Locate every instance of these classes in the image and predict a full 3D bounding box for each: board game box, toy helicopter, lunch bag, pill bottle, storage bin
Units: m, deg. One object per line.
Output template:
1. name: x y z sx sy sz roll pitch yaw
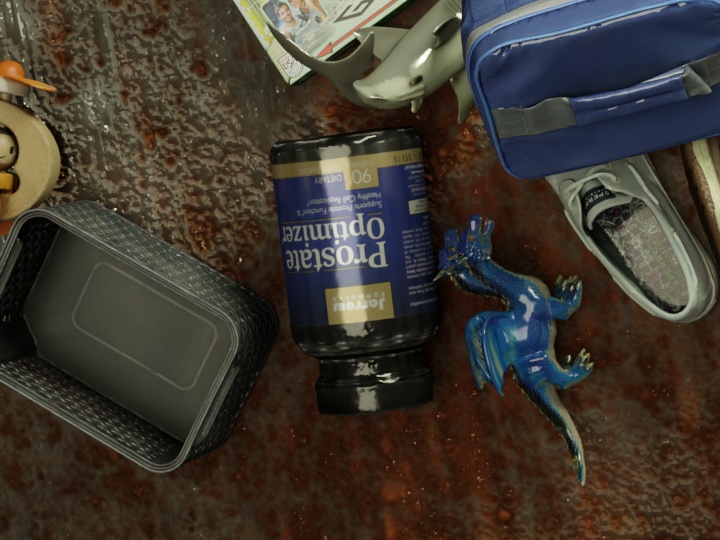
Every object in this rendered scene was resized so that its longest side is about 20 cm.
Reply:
1. board game box: -0.007 -0.247 1.619 0.200 0.029 0.135 -35 86 18
2. toy helicopter: -0.312 -0.124 1.704 0.200 0.079 0.132 39 105 14
3. lunch bag: 0.171 -0.150 1.485 0.200 0.136 0.132 -14 46 9
4. pill bottle: 0.000 0.000 1.599 0.112 0.112 0.200 -6 94 18
5. storage bin: -0.180 0.047 1.670 0.200 0.094 0.135 29 103 12

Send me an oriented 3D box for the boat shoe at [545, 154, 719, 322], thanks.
1. boat shoe: 0.181 -0.048 1.557 0.070 0.071 0.201 -39 82 18

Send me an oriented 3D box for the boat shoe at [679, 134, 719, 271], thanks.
1. boat shoe: 0.284 -0.019 1.536 0.075 0.075 0.203 -20 96 4

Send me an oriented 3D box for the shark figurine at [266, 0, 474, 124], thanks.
1. shark figurine: 0.018 -0.155 1.561 0.089 0.214 0.128 32 132 28

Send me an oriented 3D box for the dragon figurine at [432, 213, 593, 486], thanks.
1. dragon figurine: 0.109 0.057 1.575 0.099 0.059 0.200 -7 93 -14
